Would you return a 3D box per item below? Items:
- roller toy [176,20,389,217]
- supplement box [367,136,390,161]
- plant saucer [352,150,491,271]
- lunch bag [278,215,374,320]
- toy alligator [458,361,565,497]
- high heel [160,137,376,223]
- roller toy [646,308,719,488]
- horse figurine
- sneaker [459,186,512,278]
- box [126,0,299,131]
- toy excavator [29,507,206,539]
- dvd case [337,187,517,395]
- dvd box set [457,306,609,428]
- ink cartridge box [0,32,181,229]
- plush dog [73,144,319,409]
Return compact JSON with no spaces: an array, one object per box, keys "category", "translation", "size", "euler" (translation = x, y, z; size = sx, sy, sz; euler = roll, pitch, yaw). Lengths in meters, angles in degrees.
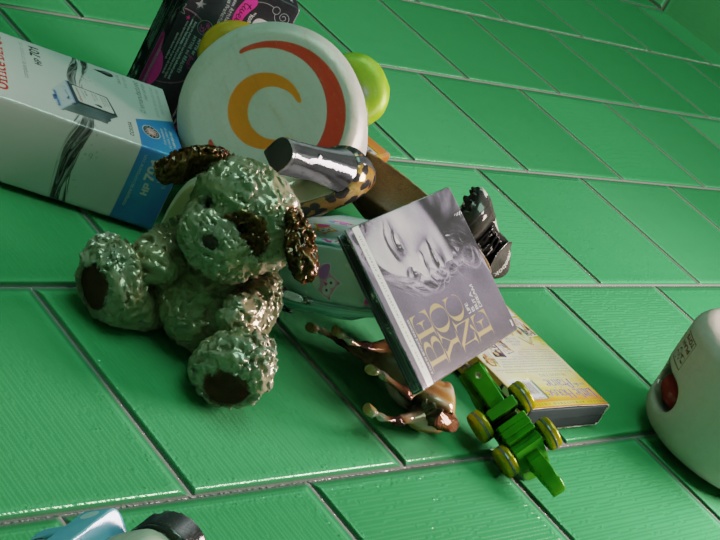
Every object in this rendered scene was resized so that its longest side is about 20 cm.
[{"category":"roller toy","translation":[-0.085,-0.138,1.561],"size":[0.198,0.184,0.140],"euler":[20,-5,3]},{"category":"supplement box","translation":[-0.046,-0.107,1.738],"size":[0.069,0.067,0.199],"euler":[40,25,16]},{"category":"plant saucer","translation":[0.049,-0.049,1.662],"size":[0.200,0.035,0.200],"euler":[41,-7,7]},{"category":"lunch bag","translation":[0.000,0.000,1.501],"size":[0.159,0.078,0.199],"euler":[14,13,35]},{"category":"toy alligator","translation":[0.124,0.127,1.473],"size":[0.201,0.059,0.054],"euler":[54,-11,22]},{"category":"high heel","translation":[-0.084,-0.054,1.460],"size":[0.142,0.199,0.072],"euler":[9,58,-51]},{"category":"roller toy","translation":[0.401,0.134,1.674],"size":[0.199,0.141,0.182],"euler":[-1,38,-49]},{"category":"horse figurine","translation":[0.036,0.096,1.444],"size":[0.132,0.050,0.200],"euler":[20,18,-38]},{"category":"sneaker","translation":[0.130,-0.033,1.728],"size":[0.090,0.067,0.200],"euler":[43,-8,3]},{"category":"box","translation":[-0.158,-0.231,1.680],"size":[0.114,0.201,0.133],"euler":[23,24,-19]},{"category":"toy excavator","translation":[-0.195,0.188,0.946],"size":[0.100,0.198,0.197],"euler":[-36,113,-66]},{"category":"dvd case","translation":[0.064,0.013,1.428],"size":[0.199,0.016,0.150],"euler":[-25,89,-57]},{"category":"dvd box set","translation":[0.141,0.084,1.621],"size":[0.145,0.030,0.200],"euler":[2,36,-50]},{"category":"ink cartridge box","translation":[-0.277,-0.133,1.494],"size":[0.198,0.086,0.147],"euler":[19,26,-28]},{"category":"plush dog","translation":[-0.110,-0.011,1.334],"size":[0.199,0.173,0.160],"euler":[35,23,14]}]
